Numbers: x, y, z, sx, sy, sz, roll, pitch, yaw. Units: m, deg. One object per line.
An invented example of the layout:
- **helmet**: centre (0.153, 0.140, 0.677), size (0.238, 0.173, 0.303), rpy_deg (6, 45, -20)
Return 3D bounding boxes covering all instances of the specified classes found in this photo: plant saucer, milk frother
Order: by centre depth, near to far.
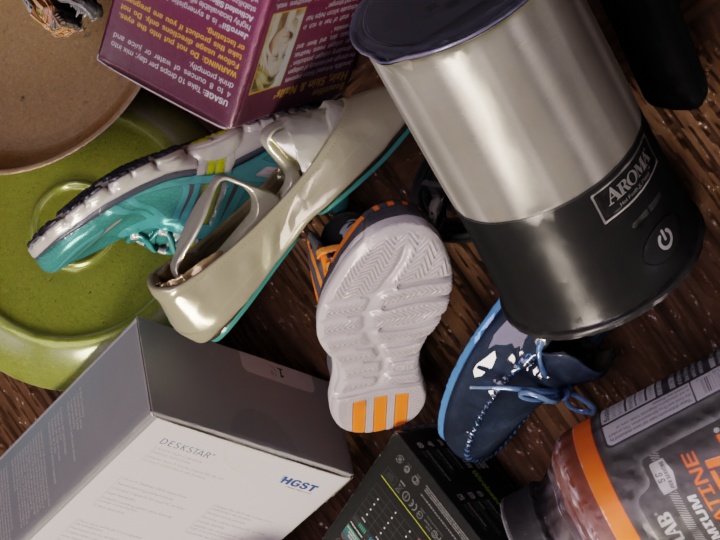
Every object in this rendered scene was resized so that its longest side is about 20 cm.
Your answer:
- **milk frother**: centre (0.065, -0.086, 1.112), size (0.200, 0.181, 0.188), rpy_deg (-7, 127, 35)
- **plant saucer**: centre (-0.174, -0.026, 1.312), size (0.200, 0.031, 0.200), rpy_deg (-2, 76, 7)
- **plant saucer**: centre (-0.208, -0.148, 1.315), size (0.200, 0.035, 0.200), rpy_deg (-5, 72, 15)

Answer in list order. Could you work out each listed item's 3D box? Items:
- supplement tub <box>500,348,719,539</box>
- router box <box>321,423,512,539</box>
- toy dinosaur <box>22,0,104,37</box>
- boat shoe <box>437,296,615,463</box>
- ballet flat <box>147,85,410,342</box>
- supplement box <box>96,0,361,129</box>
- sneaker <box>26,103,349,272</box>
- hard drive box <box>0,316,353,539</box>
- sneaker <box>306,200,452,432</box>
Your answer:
- **supplement tub**: centre (0.178, 0.111, 1.146), size (0.200, 0.107, 0.107), rpy_deg (-30, 89, 13)
- **router box**: centre (0.058, 0.213, 1.263), size (0.200, 0.062, 0.150), rpy_deg (51, 123, 29)
- **toy dinosaur**: centre (-0.176, -0.246, 1.271), size (0.136, 0.102, 0.200), rpy_deg (-18, 94, 30)
- **boat shoe**: centre (0.111, 0.040, 1.206), size (0.069, 0.084, 0.200), rpy_deg (44, 123, 25)
- **ballet flat**: centre (-0.047, -0.046, 1.210), size (0.069, 0.069, 0.200), rpy_deg (41, 89, 13)
- **supplement box**: centre (-0.052, -0.197, 1.203), size (0.103, 0.131, 0.200), rpy_deg (28, 115, 21)
- **sneaker**: centre (-0.099, -0.037, 1.255), size (0.200, 0.078, 0.080), rpy_deg (-20, 94, -11)
- **hard drive box**: centre (-0.128, 0.135, 1.319), size (0.200, 0.156, 0.077), rpy_deg (-42, 43, 31)
- **sneaker**: centre (0.000, 0.000, 1.217), size (0.200, 0.077, 0.112), rpy_deg (101, 159, -54)
